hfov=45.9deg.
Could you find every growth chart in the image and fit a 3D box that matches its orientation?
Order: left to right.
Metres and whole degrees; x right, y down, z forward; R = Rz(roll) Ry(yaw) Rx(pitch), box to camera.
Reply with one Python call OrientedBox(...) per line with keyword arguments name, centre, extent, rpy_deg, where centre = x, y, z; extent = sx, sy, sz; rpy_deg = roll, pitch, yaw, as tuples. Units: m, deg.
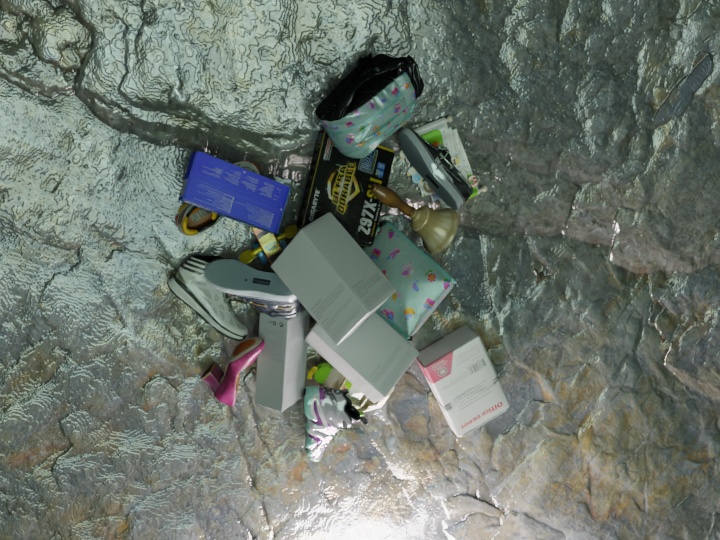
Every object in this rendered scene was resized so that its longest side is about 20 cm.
OrientedBox(name="growth chart", centre=(0.169, -0.220, 1.789), extent=(0.143, 0.018, 0.202), rpy_deg=(-30, 111, -3))

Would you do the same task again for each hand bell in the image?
OrientedBox(name="hand bell", centre=(0.096, -0.121, 1.723), extent=(0.198, 0.104, 0.105), rpy_deg=(28, 99, -32))

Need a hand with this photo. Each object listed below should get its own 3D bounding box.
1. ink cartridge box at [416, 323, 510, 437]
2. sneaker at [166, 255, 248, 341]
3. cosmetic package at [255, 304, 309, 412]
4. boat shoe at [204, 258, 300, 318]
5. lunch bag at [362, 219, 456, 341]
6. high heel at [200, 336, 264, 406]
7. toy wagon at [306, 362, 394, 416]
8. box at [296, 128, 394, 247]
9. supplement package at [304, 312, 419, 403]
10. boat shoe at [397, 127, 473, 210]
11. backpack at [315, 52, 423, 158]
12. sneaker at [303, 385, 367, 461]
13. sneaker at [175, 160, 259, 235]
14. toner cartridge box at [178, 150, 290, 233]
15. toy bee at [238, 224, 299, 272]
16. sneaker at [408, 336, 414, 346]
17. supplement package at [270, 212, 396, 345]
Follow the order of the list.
OrientedBox(name="ink cartridge box", centre=(0.230, 0.249, 1.917), extent=(0.144, 0.083, 0.203), rpy_deg=(-29, 112, -5))
OrientedBox(name="sneaker", centre=(-0.282, 0.048, 1.718), extent=(0.200, 0.076, 0.116), rpy_deg=(42, 95, -20))
OrientedBox(name="cosmetic package", centre=(-0.162, 0.177, 1.770), extent=(0.070, 0.101, 0.205), rpy_deg=(12, 107, 23))
OrientedBox(name="boat shoe", centre=(-0.211, 0.043, 1.676), extent=(0.196, 0.072, 0.092), rpy_deg=(13, 145, 9))
OrientedBox(name="lunch bag", centre=(0.075, 0.019, 1.761), extent=(0.199, 0.122, 0.171), rpy_deg=(40, 94, 8))
OrientedBox(name="high heel", centre=(-0.242, 0.212, 1.752), extent=(0.199, 0.068, 0.096), rpy_deg=(-37, 107, 29))
OrientedBox(name="toy wagon", centre=(-0.024, 0.239, 1.848), extent=(0.197, 0.040, 0.157), rpy_deg=(21, 120, -19))
OrientedBox(name="box", centre=(-0.029, -0.164, 1.710), extent=(0.157, 0.049, 0.205), rpy_deg=(15, 87, -21))
OrientedBox(name="supplement package", centre=(0.001, 0.153, 1.730), extent=(0.199, 0.121, 0.120), rpy_deg=(41, 73, 1))
OrientedBox(name="boat shoe", centre=(0.157, -0.220, 1.734), extent=(0.068, 0.073, 0.200), rpy_deg=(-43, 95, -16))
OrientedBox(name="backpack", centre=(0.016, -0.315, 1.622), extent=(0.200, 0.166, 0.127), rpy_deg=(-44, 118, -15))
OrientedBox(name="sneaker", centre=(-0.052, 0.336, 1.842), extent=(0.136, 0.079, 0.203), rpy_deg=(-1, 127, 0))
OrientedBox(name="sneaker", centre=(-0.274, -0.134, 1.660), extent=(0.199, 0.082, 0.078), rpy_deg=(-42, 111, -1))
OrientedBox(name="toner cartridge box", centre=(-0.238, -0.146, 1.614), extent=(0.197, 0.043, 0.097), rpy_deg=(20, 84, -25))
OrientedBox(name="toy bee", centre=(-0.166, -0.039, 1.706), extent=(0.199, 0.109, 0.131), rpy_deg=(40, 92, -22))
OrientedBox(name="sneaker", centre=(0.020, 0.134, 1.840), extent=(0.195, 0.074, 0.081), rpy_deg=(2, 83, -13))
OrientedBox(name="supplement package", centre=(-0.051, 0.014, 1.612), extent=(0.201, 0.117, 0.117), rpy_deg=(49, 127, 5))
